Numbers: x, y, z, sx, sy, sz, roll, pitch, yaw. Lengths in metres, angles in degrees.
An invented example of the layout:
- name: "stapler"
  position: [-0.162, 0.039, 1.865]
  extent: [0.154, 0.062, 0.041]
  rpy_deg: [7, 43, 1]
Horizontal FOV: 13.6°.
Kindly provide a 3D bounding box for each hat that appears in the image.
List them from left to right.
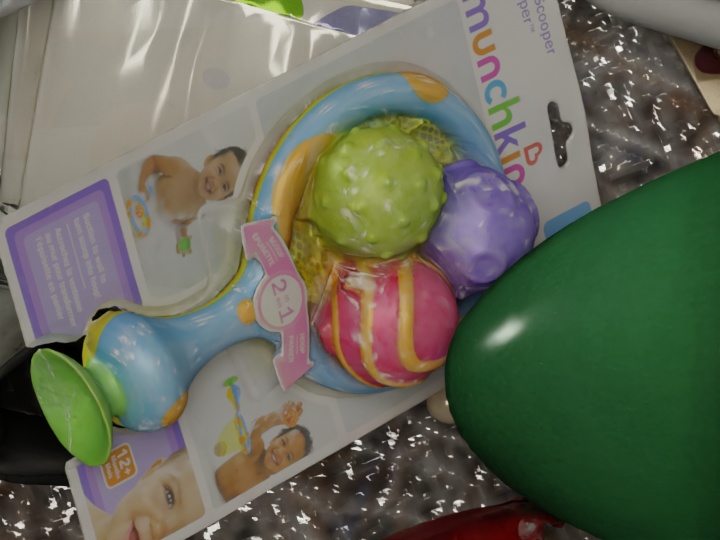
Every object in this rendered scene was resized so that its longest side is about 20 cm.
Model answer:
- name: "hat"
  position: [0.035, 0.032, 0.859]
  extent: [0.175, 0.200, 0.166]
  rpy_deg: [-2, 97, 14]

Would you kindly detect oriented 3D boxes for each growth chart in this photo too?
- name: "growth chart"
  position: [-0.038, -0.053, 0.926]
  extent: [0.199, 0.018, 0.145]
  rpy_deg: [21, 99, 5]

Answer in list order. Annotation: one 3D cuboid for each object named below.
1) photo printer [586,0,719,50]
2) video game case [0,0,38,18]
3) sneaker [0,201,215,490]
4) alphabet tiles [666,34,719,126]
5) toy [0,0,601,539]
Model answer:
- name: "photo printer"
  position: [0.154, -0.139, 0.914]
  extent: [0.199, 0.069, 0.167]
  rpy_deg: [16, 85, 5]
- name: "video game case"
  position: [-0.207, -0.096, 0.860]
  extent: [0.199, 0.182, 0.023]
  rpy_deg: [17, 112, 16]
- name: "sneaker"
  position: [-0.121, 0.014, 0.895]
  extent: [0.199, 0.091, 0.067]
  rpy_deg: [24, 105, 4]
- name: "alphabet tiles"
  position: [0.199, -0.058, 0.942]
  extent: [0.166, 0.006, 0.200]
  rpy_deg: [-28, 83, -1]
- name: "toy"
  position: [0.000, 0.000, 0.857]
  extent: [0.200, 0.047, 0.115]
  rpy_deg: [-27, 118, -26]
